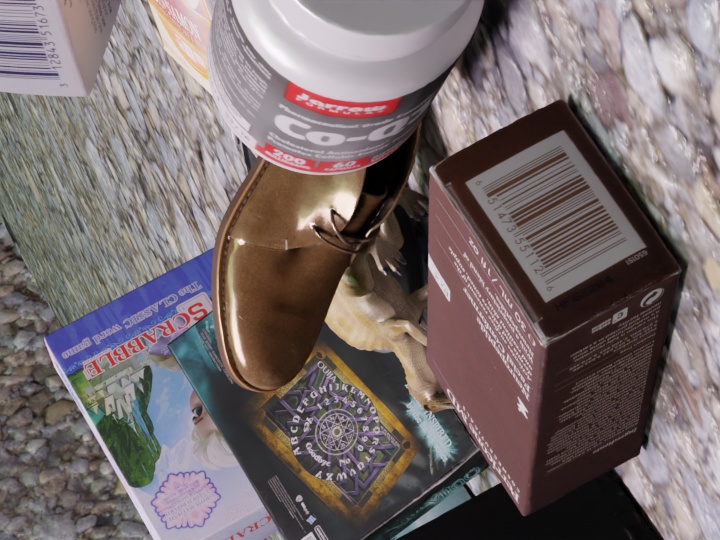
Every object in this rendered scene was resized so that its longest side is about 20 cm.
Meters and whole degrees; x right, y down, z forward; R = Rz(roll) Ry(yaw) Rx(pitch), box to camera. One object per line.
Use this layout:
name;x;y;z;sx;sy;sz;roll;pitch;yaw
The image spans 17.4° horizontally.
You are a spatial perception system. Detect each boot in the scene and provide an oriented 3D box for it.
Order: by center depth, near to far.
boot;-0.023;-0.024;1.233;0.075;0.073;0.201;28;106;48

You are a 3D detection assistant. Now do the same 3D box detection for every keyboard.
keyboard;-0.091;-0.119;1.525;0.200;0.011;0.057;-126;34;-79

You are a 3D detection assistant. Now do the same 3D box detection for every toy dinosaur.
toy dinosaur;0.000;0.000;1.304;0.200;0.058;0.101;52;140;3

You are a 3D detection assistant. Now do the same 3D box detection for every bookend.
bookend;0.061;0.215;1.254;0.092;0.199;0.199;56;165;31

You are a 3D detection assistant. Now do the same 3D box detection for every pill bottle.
pill bottle;-0.006;-0.119;1.039;0.114;0.113;0.200;62;168;6

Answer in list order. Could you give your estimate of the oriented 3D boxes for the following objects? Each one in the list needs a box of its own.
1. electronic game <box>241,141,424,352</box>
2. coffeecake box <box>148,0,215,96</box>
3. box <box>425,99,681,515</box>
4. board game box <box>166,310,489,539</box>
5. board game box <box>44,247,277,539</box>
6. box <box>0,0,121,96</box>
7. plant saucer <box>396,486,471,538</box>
electronic game;-0.018;-0.044;1.412;0.200;0.041;0.201;52;156;34
coffeecake box;-0.088;-0.201;1.306;0.154;0.073;0.201;45;158;58
box;0.082;0.022;1.066;0.100;0.075;0.200;57;168;24
board game box;-0.022;0.083;1.479;0.200;0.135;0.028;56;-176;32
board game box;-0.079;0.077;1.554;0.200;0.199;0.041;54;167;33
box;-0.205;-0.241;1.413;0.184;0.104;0.201;80;-161;-53
plant saucer;0.051;0.228;1.589;0.200;0.036;0.202;167;90;-71
